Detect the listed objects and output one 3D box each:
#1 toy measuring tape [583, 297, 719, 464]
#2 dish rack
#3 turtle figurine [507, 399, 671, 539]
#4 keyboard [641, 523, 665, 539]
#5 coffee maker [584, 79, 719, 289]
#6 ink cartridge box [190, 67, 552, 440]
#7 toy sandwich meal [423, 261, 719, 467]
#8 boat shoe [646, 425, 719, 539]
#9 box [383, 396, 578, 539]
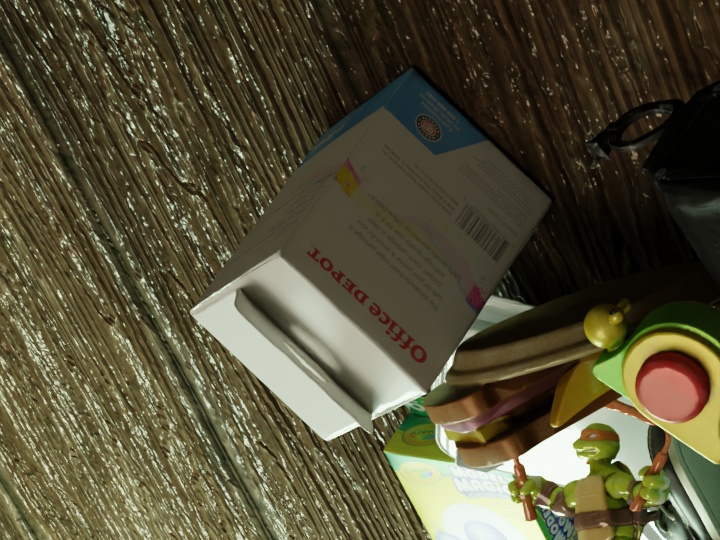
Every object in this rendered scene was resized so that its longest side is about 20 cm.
[{"bbox_3d":[0.214,0.074,1.492,0.200,0.074,0.074,34,147,4],"label":"toy measuring tape"},{"bbox_3d":[0.140,0.097,1.768,0.200,0.044,0.172,12,142,8],"label":"dish rack"},{"bbox_3d":[0.151,0.166,1.697,0.064,0.162,0.200,2,171,-32],"label":"turtle figurine"},{"bbox_3d":[0.174,0.134,1.858,0.056,0.011,0.200,-19,119,46],"label":"keyboard"},{"bbox_3d":[0.260,-0.012,1.511,0.200,0.135,0.192,58,166,-28],"label":"coffee maker"},{"bbox_3d":[0.000,0.000,1.669,0.129,0.200,0.125,43,146,-11],"label":"ink cartridge box"},{"bbox_3d":[0.138,0.057,1.618,0.205,0.205,0.070,-14,97,50],"label":"toy sandwich meal"},{"bbox_3d":[0.219,0.159,1.735,0.067,0.072,0.200,-6,143,23],"label":"boat shoe"},{"bbox_3d":[0.098,0.172,1.938,0.117,0.048,0.200,4,134,39],"label":"box"}]
